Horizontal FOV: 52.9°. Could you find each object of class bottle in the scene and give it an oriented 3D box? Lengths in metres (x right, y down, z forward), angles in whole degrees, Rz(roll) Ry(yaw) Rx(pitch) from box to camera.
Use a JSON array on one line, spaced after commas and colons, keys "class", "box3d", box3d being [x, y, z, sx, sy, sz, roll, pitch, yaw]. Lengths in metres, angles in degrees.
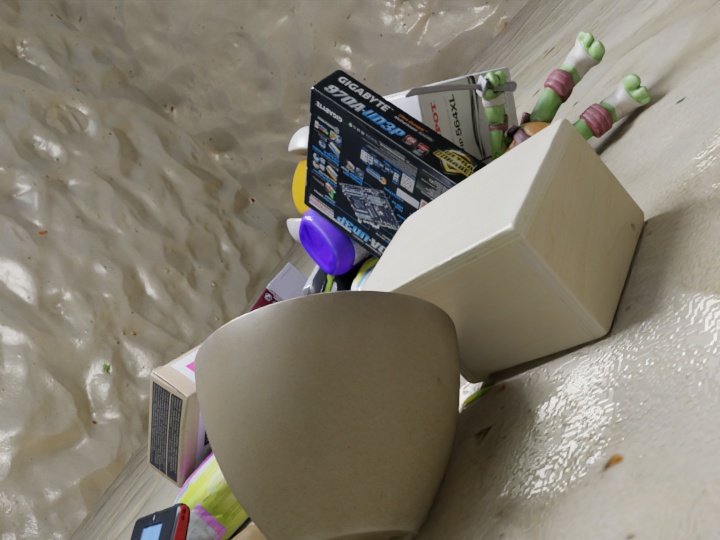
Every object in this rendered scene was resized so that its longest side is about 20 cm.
[{"class": "bottle", "box3d": [0.021, -0.072, 0.868, 0.198, 0.084, 0.066, -32, -21, -30]}]

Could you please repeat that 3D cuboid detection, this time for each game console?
[{"class": "game console", "box3d": [-0.241, 0.357, 0.793, 0.199, 0.030, 0.181, -35, 44, 53]}]

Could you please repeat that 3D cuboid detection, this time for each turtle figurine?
[{"class": "turtle figurine", "box3d": [0.186, -0.147, 0.725, 0.194, 0.200, 0.144, -43, 44, 2]}]

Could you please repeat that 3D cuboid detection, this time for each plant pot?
[{"class": "plant pot", "box3d": [-0.015, 0.123, 0.509, 0.200, 0.197, 0.137, -40, 50, 42]}]

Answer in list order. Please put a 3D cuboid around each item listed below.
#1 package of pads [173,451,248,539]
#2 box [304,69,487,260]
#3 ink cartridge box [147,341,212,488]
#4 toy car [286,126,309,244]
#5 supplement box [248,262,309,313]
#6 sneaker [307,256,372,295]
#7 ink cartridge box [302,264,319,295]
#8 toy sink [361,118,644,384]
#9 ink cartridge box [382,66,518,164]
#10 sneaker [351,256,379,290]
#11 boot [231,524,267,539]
[{"class": "package of pads", "box3d": [-0.166, 0.267, 0.914, 0.200, 0.068, 0.155, -48, 8, 10]}, {"class": "box", "box3d": [0.029, -0.082, 0.729, 0.046, 0.198, 0.161, -39, -25, -32]}, {"class": "ink cartridge box", "box3d": [-0.211, 0.187, 1.052, 0.199, 0.074, 0.168, -31, -40, -51]}, {"class": "toy car", "box3d": [-0.025, -0.127, 1.087, 0.199, 0.146, 0.180, -173, 85, -67]}, {"class": "supplement box", "box3d": [-0.124, 0.089, 1.129, 0.061, 0.108, 0.200, -50, 0, -42]}, {"class": "sneaker", "box3d": [0.000, 0.000, 0.898, 0.072, 0.081, 0.202, 102, -168, -52]}, {"class": "ink cartridge box", "box3d": [0.014, -0.011, 1.058, 0.145, 0.084, 0.201, -26, 17, 22]}, {"class": "toy sink", "box3d": [0.106, 0.000, 0.579, 0.199, 0.112, 0.131, -31, 20, 49]}, {"class": "ink cartridge box", "box3d": [0.103, -0.142, 0.836, 0.083, 0.150, 0.198, -1, 18, 41]}, {"class": "sneaker", "box3d": [0.070, -0.009, 0.833, 0.104, 0.077, 0.200, -29, 8, 42]}, {"class": "boot", "box3d": [-0.111, 0.294, 0.571, 0.174, 0.067, 0.199, -39, 6, -20]}]
